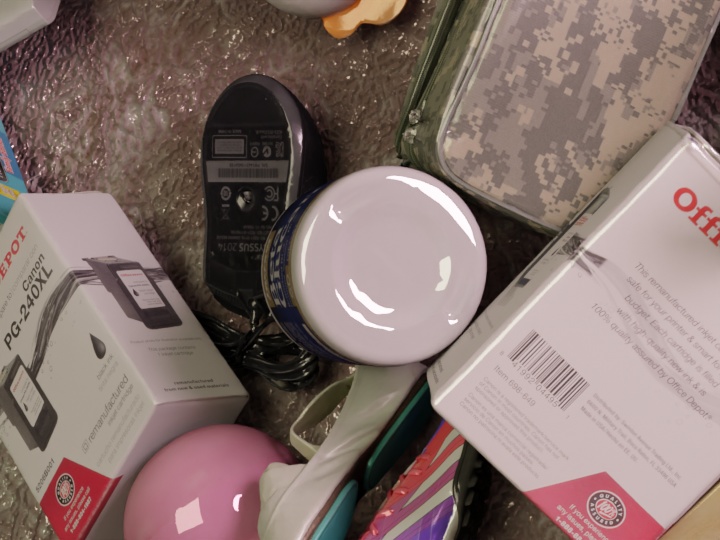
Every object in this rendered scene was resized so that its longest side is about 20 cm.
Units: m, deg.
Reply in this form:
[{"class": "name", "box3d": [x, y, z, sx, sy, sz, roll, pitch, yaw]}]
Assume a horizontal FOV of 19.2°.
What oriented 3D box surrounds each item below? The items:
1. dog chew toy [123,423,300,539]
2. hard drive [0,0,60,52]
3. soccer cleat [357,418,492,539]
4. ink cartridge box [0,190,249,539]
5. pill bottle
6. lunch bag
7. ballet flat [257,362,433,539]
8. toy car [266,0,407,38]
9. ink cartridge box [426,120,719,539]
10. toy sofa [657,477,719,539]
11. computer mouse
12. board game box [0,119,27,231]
[{"class": "dog chew toy", "box3d": [-0.059, 0.192, 1.309, 0.125, 0.124, 0.200, -47, 66, 17]}, {"class": "hard drive", "box3d": [-0.296, -0.190, 1.576, 0.199, 0.026, 0.132, -24, 38, 29]}, {"class": "soccer cleat", "box3d": [0.028, 0.156, 1.252, 0.073, 0.068, 0.201, 13, 68, 15]}, {"class": "ink cartridge box", "box3d": [-0.180, 0.064, 1.412, 0.200, 0.083, 0.146, 52, 126, 31]}, {"class": "pill bottle", "box3d": [0.000, 0.000, 1.257, 0.110, 0.200, 0.112, 0, 88, -10]}, {"class": "lunch bag", "box3d": [0.104, -0.122, 1.248, 0.168, 0.139, 0.201, -146, 78, -76]}, {"class": "ballet flat", "box3d": [-0.022, 0.122, 1.269, 0.069, 0.070, 0.200, 1, 39, 35]}, {"class": "toy car", "box3d": [-0.040, -0.244, 1.386, 0.199, 0.184, 0.177, 36, 101, 5]}, {"class": "ink cartridge box", "box3d": [0.154, 0.040, 1.151, 0.146, 0.085, 0.200, 44, 97, -8]}, {"class": "toy sofa", "box3d": [0.200, 0.161, 1.161, 0.083, 0.098, 0.200, 44, 108, 1]}, {"class": "computer mouse", "box3d": [-0.065, -0.028, 1.403, 0.138, 0.053, 0.202, 8, 95, 37]}, {"class": "board game box", "box3d": [-0.309, -0.035, 1.535, 0.151, 0.047, 0.200, -50, 38, 16]}]
